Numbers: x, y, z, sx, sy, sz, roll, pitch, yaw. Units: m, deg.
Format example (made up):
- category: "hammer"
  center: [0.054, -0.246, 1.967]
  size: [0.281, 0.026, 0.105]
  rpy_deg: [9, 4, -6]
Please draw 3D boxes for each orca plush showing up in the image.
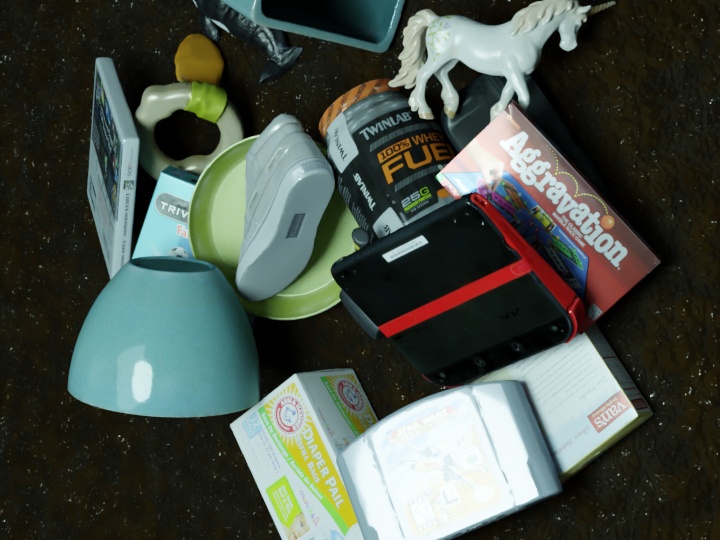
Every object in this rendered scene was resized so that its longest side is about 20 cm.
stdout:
- category: "orca plush"
  center: [-0.154, -0.289, 1.752]
  size: [0.105, 0.071, 0.201]
  rpy_deg: [-39, 68, 30]

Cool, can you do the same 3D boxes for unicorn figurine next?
- category: "unicorn figurine"
  center: [0.129, -0.200, 1.489]
  size: [0.199, 0.074, 0.138]
  rpy_deg: [11, 105, 4]

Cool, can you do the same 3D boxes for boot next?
- category: "boot"
  center: [-0.088, -0.065, 1.625]
  size: [0.200, 0.073, 0.096]
  rpy_deg: [-60, 44, 38]

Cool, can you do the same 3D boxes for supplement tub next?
- category: "supplement tub"
  center: [0.045, -0.084, 1.571]
  size: [0.122, 0.122, 0.201]
  rpy_deg: [-43, 66, 29]

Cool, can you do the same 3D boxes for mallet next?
- category: "mallet"
  center: [0.000, 0.000, 1.578]
  size: [0.041, 0.200, 0.066]
  rpy_deg: [-37, 62, -12]

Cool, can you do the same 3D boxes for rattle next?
- category: "rattle"
  center: [-0.199, -0.142, 1.797]
  size: [0.143, 0.130, 0.201]
  rpy_deg: [-123, 23, -48]

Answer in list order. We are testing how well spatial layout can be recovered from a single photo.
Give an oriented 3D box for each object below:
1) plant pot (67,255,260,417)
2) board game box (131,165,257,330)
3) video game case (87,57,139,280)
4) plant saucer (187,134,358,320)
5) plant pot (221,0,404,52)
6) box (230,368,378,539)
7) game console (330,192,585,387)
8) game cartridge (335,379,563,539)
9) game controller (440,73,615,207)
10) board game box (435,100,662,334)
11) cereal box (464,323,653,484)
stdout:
- category: "plant pot"
  center: [-0.198, 0.059, 1.629]
  size: [0.199, 0.200, 0.136]
  rpy_deg: [12, 103, 36]
- category: "board game box"
  center: [-0.177, 0.007, 1.738]
  size: [0.150, 0.047, 0.201]
  rpy_deg: [21, 105, 2]
- category: "video game case"
  center: [-0.280, -0.116, 1.788]
  size: [0.200, 0.023, 0.183]
  rpy_deg: [-116, 30, -53]
- category: "plant saucer"
  center: [-0.083, -0.048, 1.675]
  size: [0.199, 0.031, 0.201]
  rpy_deg: [1, 104, 5]
- category: "plant pot"
  center: [-0.073, -0.357, 1.625]
  size: [0.200, 0.195, 0.197]
  rpy_deg: [29, 107, 42]
- category: "box"
  center: [-0.031, 0.214, 1.638]
  size: [0.112, 0.101, 0.201]
  rpy_deg: [-39, 68, 30]
- category: "game console"
  center: [0.091, 0.023, 1.472]
  size: [0.200, 0.031, 0.177]
  rpy_deg: [-27, 112, 41]
- category: "game cartridge"
  center: [0.079, 0.187, 1.512]
  size: [0.199, 0.042, 0.134]
  rpy_deg: [-26, 78, 15]
- category: "game controller"
  center: [0.159, -0.107, 1.527]
  size: [0.104, 0.042, 0.201]
  rpy_deg: [-36, 68, 15]
- category: "board game box"
  center: [0.173, -0.049, 1.461]
  size: [0.103, 0.019, 0.200]
  rpy_deg: [-44, 86, 16]
- category: "cereal box"
  center: [0.172, 0.097, 1.526]
  size: [0.144, 0.039, 0.201]
  rpy_deg: [-42, 67, 28]
